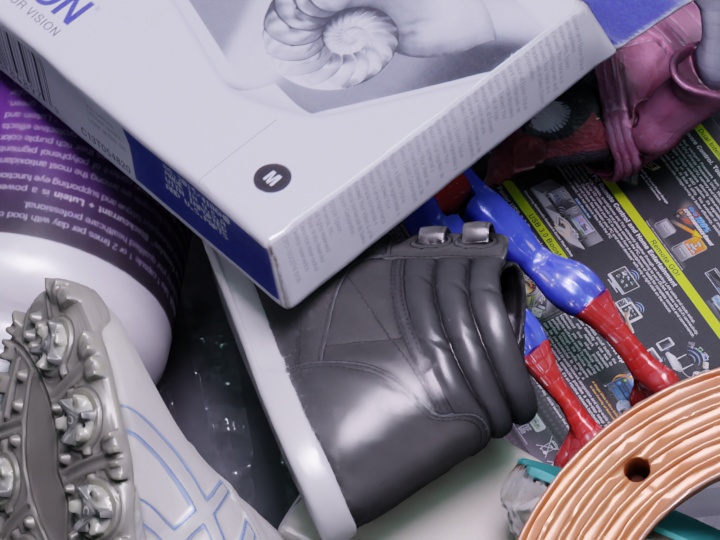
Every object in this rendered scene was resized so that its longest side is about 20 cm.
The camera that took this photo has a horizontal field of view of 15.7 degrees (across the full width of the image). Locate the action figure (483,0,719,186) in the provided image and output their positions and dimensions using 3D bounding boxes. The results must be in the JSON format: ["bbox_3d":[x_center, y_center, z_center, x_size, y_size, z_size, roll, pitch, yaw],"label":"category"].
[{"bbox_3d":[0.125,-0.091,1.028,0.200,0.149,0.134,-41,38,-11],"label":"action figure"}]

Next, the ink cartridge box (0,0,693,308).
[{"bbox_3d":[-0.017,-0.104,0.926,0.200,0.041,0.200,-38,54,-21],"label":"ink cartridge box"}]

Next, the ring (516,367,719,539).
[{"bbox_3d":[0.138,0.117,0.777,0.200,0.019,0.201,-3,61,6],"label":"ring"}]

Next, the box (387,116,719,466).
[{"bbox_3d":[0.083,-0.007,1.034,0.160,0.044,0.200,-25,63,-20],"label":"box"}]

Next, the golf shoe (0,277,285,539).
[{"bbox_3d":[-0.061,0.097,0.863,0.097,0.078,0.200,-3,68,-41],"label":"golf shoe"}]

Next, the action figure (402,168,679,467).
[{"bbox_3d":[0.023,-0.015,0.977,0.065,0.099,0.200,-37,90,-27],"label":"action figure"}]

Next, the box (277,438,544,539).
[{"bbox_3d":[0.070,0.132,0.915,0.200,0.095,0.078,29,60,14],"label":"box"}]

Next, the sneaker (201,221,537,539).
[{"bbox_3d":[0.000,0.000,0.910,0.099,0.071,0.200,-22,49,-4],"label":"sneaker"}]

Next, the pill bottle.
[{"bbox_3d":[-0.119,-0.011,0.975,0.111,0.112,0.200,8,57,-1],"label":"pill bottle"}]

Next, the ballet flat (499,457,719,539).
[{"bbox_3d":[0.133,0.121,0.839,0.200,0.072,0.072,19,57,9],"label":"ballet flat"}]
